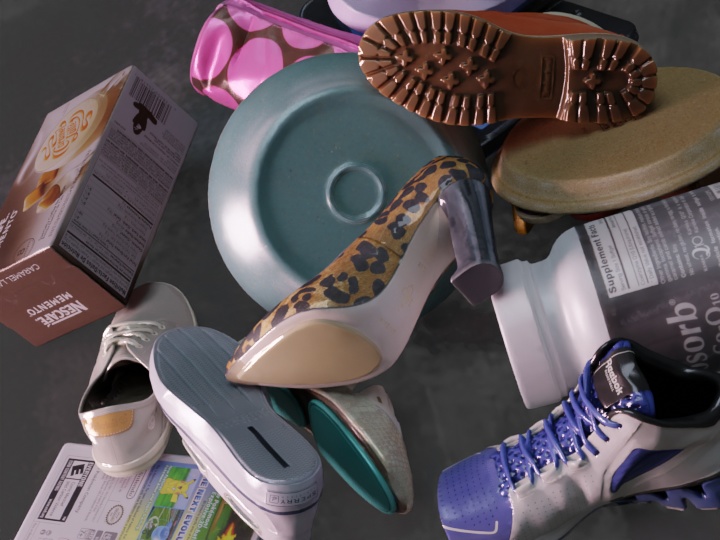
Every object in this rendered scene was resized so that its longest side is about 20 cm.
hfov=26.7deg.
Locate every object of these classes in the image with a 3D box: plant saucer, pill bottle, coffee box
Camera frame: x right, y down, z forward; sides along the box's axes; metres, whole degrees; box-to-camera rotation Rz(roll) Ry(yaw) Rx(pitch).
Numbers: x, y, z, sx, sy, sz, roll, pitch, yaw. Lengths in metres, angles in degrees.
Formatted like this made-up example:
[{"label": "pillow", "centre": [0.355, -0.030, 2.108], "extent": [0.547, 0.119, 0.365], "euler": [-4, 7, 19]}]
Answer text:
[{"label": "plant saucer", "centre": [-0.005, -0.053, 1.047], "extent": [0.200, 0.200, 0.036], "euler": [-30, 5, -7]}, {"label": "pill bottle", "centre": [0.188, 0.016, 0.959], "extent": [0.200, 0.116, 0.116], "euler": [-18, 44, 7]}, {"label": "coffee box", "centre": [-0.217, -0.052, 1.192], "extent": [0.114, 0.080, 0.200], "euler": [-22, 38, 37]}]

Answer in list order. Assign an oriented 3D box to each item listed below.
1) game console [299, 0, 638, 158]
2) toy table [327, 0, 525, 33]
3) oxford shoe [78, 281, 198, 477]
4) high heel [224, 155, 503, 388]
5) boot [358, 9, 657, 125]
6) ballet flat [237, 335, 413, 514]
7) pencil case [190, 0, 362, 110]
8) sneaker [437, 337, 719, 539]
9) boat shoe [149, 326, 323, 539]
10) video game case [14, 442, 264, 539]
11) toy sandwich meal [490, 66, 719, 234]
[{"label": "game console", "centre": [0.084, -0.191, 1.193], "extent": [0.200, 0.118, 0.171], "euler": [-37, 34, -13]}, {"label": "toy table", "centre": [0.071, -0.265, 1.136], "extent": [0.184, 0.117, 0.200], "euler": [38, 56, 19]}, {"label": "oxford shoe", "centre": [-0.160, 0.063, 1.088], "extent": [0.075, 0.058, 0.200], "euler": [-14, 33, 11]}, {"label": "high heel", "centre": [0.000, 0.000, 1.000], "extent": [0.200, 0.071, 0.143], "euler": [-24, 34, 15]}, {"label": "boot", "centre": [0.095, -0.147, 1.051], "extent": [0.200, 0.075, 0.107], "euler": [6, 23, -7]}, {"label": "ballet flat", "centre": [-0.015, 0.087, 1.012], "extent": [0.062, 0.067, 0.200], "euler": [-32, 44, -23]}, {"label": "pencil case", "centre": [-0.037, -0.148, 1.146], "extent": [0.200, 0.094, 0.091], "euler": [22, 44, 28]}, {"label": "sneaker", "centre": [0.136, 0.096, 0.903], "extent": [0.199, 0.115, 0.081], "euler": [-15, 43, 8]}, {"label": "boat shoe", "centre": [-0.088, 0.110, 0.986], "extent": [0.074, 0.067, 0.200], "euler": [-9, 31, -22]}, {"label": "video game case", "centre": [-0.156, 0.205, 0.987], "extent": [0.182, 0.022, 0.200], "euler": [3, 49, 24]}, {"label": "toy sandwich meal", "centre": [0.188, -0.077, 1.052], "extent": [0.205, 0.070, 0.205], "euler": [-16, 27, 9]}]
